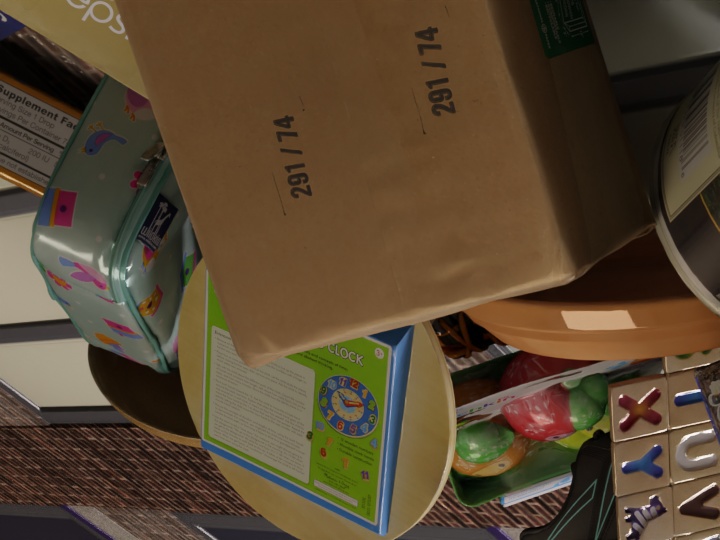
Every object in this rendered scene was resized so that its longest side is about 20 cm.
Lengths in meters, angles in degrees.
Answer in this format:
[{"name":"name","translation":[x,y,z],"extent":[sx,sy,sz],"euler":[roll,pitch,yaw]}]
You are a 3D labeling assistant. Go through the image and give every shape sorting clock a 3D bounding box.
[{"name":"shape sorting clock","translation":[-0.028,0.066,0.967],"extent":[0.199,0.039,0.201],"euler":[17,119,33]}]

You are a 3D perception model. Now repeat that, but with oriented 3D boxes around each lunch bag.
[{"name":"lunch bag","translation":[-0.124,-0.037,1.030],"extent":[0.077,0.161,0.200],"euler":[23,160,13]}]

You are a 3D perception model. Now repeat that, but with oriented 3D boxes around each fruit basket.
[{"name":"fruit basket","translation":[0.113,0.091,1.049],"extent":[0.185,0.094,0.200],"euler":[-18,171,-4]}]

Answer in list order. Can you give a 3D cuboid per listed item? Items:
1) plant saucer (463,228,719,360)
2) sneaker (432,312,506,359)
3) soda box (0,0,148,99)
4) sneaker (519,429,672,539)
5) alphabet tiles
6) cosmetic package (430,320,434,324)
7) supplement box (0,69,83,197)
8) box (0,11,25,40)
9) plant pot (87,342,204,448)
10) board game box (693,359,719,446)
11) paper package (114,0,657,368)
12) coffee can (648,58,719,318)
[{"name":"plant saucer","translation":[0.145,0.005,0.859],"extent":[0.200,0.200,0.038],"euler":[2,108,37]},{"name":"sneaker","translation":[0.078,0.020,1.053],"extent":[0.199,0.077,0.078],"euler":[-2,142,39]},{"name":"soda box","translation":[-0.163,-0.167,0.880],"extent":[0.200,0.068,0.064],"euler":[30,110,-22]},{"name":"sneaker","translation":[0.172,0.110,0.988],"extent":[0.079,0.200,0.075],"euler":[34,174,29]},{"name":"alphabet tiles","translation":[0.234,0.091,0.940],"extent":[0.006,0.199,0.167],"euler":[-134,36,-67]},{"name":"cosmetic package","translation":[0.000,0.000,0.992],"extent":[0.105,0.071,0.200],"euler":[41,134,8]},{"name":"supplement box","translation":[-0.259,-0.107,1.095],"extent":[0.200,0.069,0.067],"euler":[29,178,-7]},{"name":"box","translation":[-0.241,-0.188,0.987],"extent":[0.121,0.032,0.200],"euler":[39,151,-27]},{"name":"plant pot","translation":[-0.081,0.057,1.120],"extent":[0.199,0.200,0.028],"euler":[14,127,19]},{"name":"board game box","translation":[0.259,0.067,0.723],"extent":[0.199,0.097,0.159],"euler":[-21,162,9]},{"name":"paper package","translation":[0.010,-0.078,0.754],"extent":[0.190,0.103,0.201],"euler":[-15,97,30]},{"name":"coffee can","translation":[0.225,-0.067,0.695],"extent":[0.146,0.147,0.200],"euler":[26,154,-3]}]
